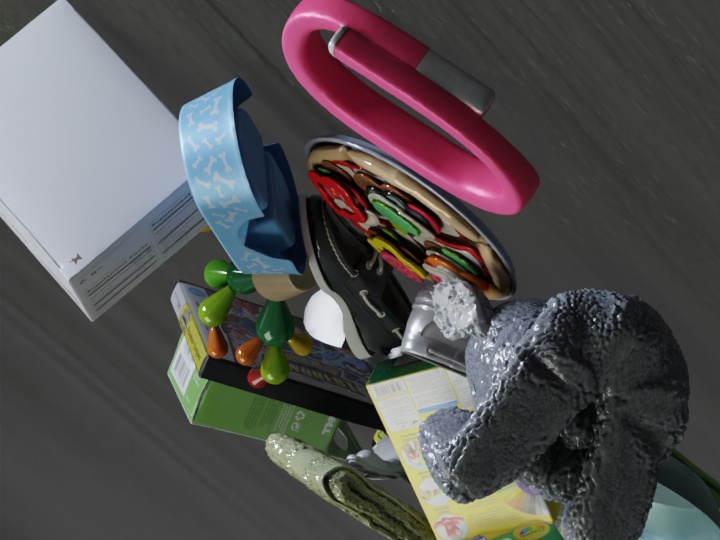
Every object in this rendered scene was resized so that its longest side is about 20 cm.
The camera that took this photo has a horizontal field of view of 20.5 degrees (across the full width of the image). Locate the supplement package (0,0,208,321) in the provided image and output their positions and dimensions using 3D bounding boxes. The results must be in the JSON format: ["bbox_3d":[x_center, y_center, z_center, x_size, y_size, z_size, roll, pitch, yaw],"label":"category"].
[{"bbox_3d":[-0.234,-0.092,1.650,0.200,0.156,0.111,47,170,15],"label":"supplement package"}]

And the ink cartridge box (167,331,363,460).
[{"bbox_3d":[-0.078,0.121,1.925,0.199,0.060,0.104,16,-162,-26],"label":"ink cartridge box"}]

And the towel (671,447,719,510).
[{"bbox_3d":[0.237,0.174,1.703,0.149,0.031,0.200,35,167,-27],"label":"towel"}]

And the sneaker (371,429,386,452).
[{"bbox_3d":[0.094,0.185,2.004,0.199,0.077,0.075,18,156,48],"label":"sneaker"}]

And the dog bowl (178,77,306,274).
[{"bbox_3d":[-0.092,-0.067,1.557,0.049,0.112,0.200,-12,151,9],"label":"dog bowl"}]

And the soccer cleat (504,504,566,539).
[{"bbox_3d":[0.173,0.234,1.822,0.198,0.070,0.086,-1,180,8],"label":"soccer cleat"}]

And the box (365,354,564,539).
[{"bbox_3d":[0.098,0.161,1.736,0.117,0.048,0.201,-15,110,24],"label":"box"}]

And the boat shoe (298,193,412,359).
[{"bbox_3d":[0.000,0.000,1.675,0.060,0.076,0.200,-12,145,13],"label":"boat shoe"}]

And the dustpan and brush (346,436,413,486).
[{"bbox_3d":[0.045,0.182,1.850,0.139,0.058,0.200,-3,156,32],"label":"dustpan and brush"}]

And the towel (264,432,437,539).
[{"bbox_3d":[0.011,0.215,1.824,0.200,0.037,0.148,35,174,-28],"label":"towel"}]

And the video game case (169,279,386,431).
[{"bbox_3d":[-0.076,0.080,1.902,0.199,0.026,0.181,18,-163,-21],"label":"video game case"}]

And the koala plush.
[{"bbox_3d":[0.138,0.078,1.466,0.177,0.185,0.200,26,-170,-19],"label":"koala plush"}]

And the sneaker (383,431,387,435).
[{"bbox_3d":[0.080,0.135,1.874,0.074,0.080,0.200,44,162,-23],"label":"sneaker"}]

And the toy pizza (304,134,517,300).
[{"bbox_3d":[0.034,-0.033,1.542,0.200,0.032,0.200,34,165,10],"label":"toy pizza"}]

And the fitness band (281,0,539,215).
[{"bbox_3d":[0.032,-0.106,1.307,0.199,0.038,0.144,35,166,9],"label":"fitness band"}]

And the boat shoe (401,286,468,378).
[{"bbox_3d":[0.118,0.086,1.621,0.199,0.069,0.072,33,168,-30],"label":"boat shoe"}]

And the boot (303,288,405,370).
[{"bbox_3d":[0.041,0.073,1.826,0.199,0.074,0.075,30,-176,38],"label":"boot"}]

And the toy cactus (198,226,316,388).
[{"bbox_3d":[-0.081,0.006,1.732,0.165,0.102,0.202,-3,96,59],"label":"toy cactus"}]

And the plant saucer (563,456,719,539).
[{"bbox_3d":[0.209,0.168,1.609,0.199,0.036,0.200,25,162,8],"label":"plant saucer"}]
